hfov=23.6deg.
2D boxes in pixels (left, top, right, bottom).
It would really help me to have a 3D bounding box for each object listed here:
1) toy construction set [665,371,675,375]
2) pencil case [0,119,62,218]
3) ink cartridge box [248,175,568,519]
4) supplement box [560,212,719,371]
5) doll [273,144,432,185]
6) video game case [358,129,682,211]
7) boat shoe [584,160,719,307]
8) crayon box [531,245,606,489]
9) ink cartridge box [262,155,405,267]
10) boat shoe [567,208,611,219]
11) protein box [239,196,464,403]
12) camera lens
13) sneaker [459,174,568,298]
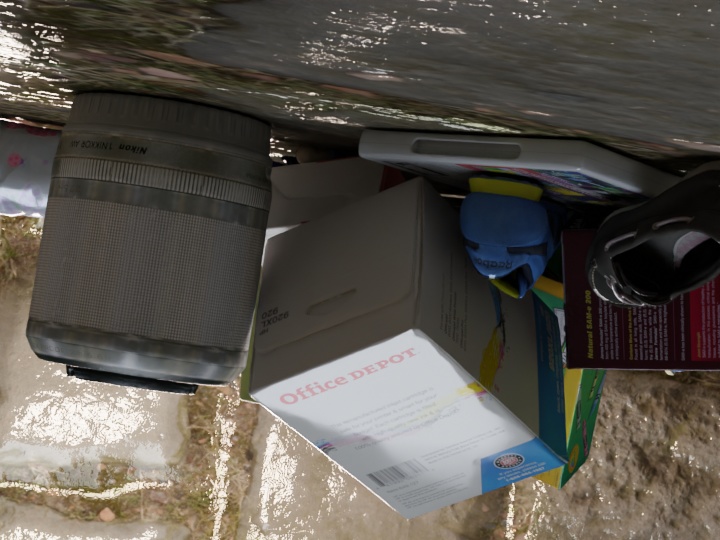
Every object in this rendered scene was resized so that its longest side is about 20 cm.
[{"bbox_3d":[0.269,0.027,1.605,0.092,0.131,0.200,7,177,27],"label":"toy construction set"},{"bbox_3d":[-0.228,-0.076,1.496,0.200,0.083,0.091,8,164,1],"label":"pencil case"},{"bbox_3d":[0.038,0.060,1.268,0.147,0.145,0.200,-22,134,27],"label":"ink cartridge box"},{"bbox_3d":[0.250,0.015,1.248,0.200,0.109,0.061,1,-165,16],"label":"supplement box"},{"bbox_3d":[-0.041,-0.069,1.389,0.200,0.048,0.136,7,156,5],"label":"doll"},{"bbox_3d":[0.129,-0.067,1.202,0.182,0.023,0.200,7,176,39],"label":"video game case"},{"bbox_3d":[0.196,-0.010,1.136,0.067,0.057,0.200,32,152,-7],"label":"boat shoe"},{"bbox_3d":[0.141,0.070,1.426,0.119,0.200,0.058,23,-144,24],"label":"crayon box"},{"bbox_3d":[0.000,0.000,1.372,0.116,0.068,0.200,-7,141,22],"label":"ink cartridge box"},{"bbox_3d":[0.225,0.008,1.318,0.199,0.066,0.075,34,160,2],"label":"boat shoe"},{"bbox_3d":[0.014,0.029,1.562,0.200,0.199,0.135,7,-173,32],"label":"protein box"},{"bbox_3d":[-0.150,-0.016,1.245,0.160,0.200,0.160,9,177,0],"label":"camera lens"},{"bbox_3d":[0.107,-0.019,1.234,0.066,0.078,0.200,6,178,13],"label":"sneaker"}]
